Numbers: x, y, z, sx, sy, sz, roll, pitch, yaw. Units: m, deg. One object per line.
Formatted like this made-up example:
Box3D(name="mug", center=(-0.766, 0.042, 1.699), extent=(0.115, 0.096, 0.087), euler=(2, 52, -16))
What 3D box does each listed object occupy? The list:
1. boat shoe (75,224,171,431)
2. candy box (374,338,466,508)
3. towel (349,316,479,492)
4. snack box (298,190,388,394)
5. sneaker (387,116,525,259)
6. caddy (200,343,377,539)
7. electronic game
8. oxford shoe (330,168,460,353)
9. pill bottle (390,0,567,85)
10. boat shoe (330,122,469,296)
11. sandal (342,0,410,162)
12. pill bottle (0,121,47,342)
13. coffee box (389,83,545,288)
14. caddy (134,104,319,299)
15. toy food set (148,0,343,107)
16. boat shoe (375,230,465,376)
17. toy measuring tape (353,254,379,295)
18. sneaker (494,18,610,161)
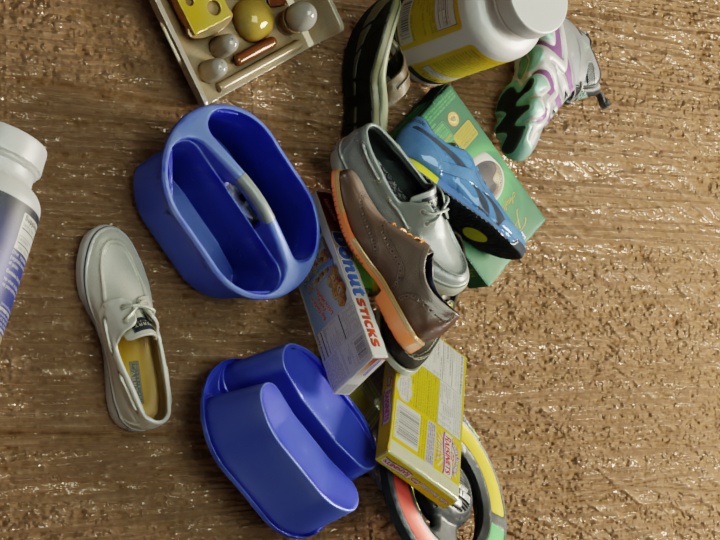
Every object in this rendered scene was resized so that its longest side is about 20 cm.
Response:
Box3D(name="boat shoe", center=(-0.218, 0.053, 1.539), extent=(0.071, 0.070, 0.202), euler=(-8, 89, -36))
Box3D(name="candy box", center=(0.064, 0.140, 1.678), extent=(0.102, 0.026, 0.201), euler=(40, 36, -26))
Box3D(name="towel", center=(0.040, 0.154, 1.740), extent=(0.144, 0.023, 0.201), euler=(-43, 108, -33))
Box3D(name="snack box", center=(-0.029, 0.021, 1.626), extent=(0.024, 0.072, 0.201), euler=(6, 52, -38))
Box3D(name="sneaker", center=(0.116, -0.089, 1.749), extent=(0.200, 0.066, 0.079), euler=(39, 63, -24))
Box3D(name="caddy", center=(-0.076, 0.170, 1.608), extent=(0.200, 0.105, 0.142), euler=(53, 34, -17))
Box3D(name="electronic game", center=(0.088, 0.231, 1.689), extent=(0.200, 0.041, 0.201), euler=(33, 44, -39))
Box3D(name="oxford shoe", center=(0.034, -0.021, 1.623), extent=(0.201, 0.073, 0.071), euler=(63, 12, 8))
Box3D(name="pill bottle", center=(0.128, -0.273, 1.753), extent=(0.111, 0.199, 0.112), euler=(5, 81, -35))
Box3D(name="boat shoe", center=(0.051, -0.064, 1.663), extent=(0.201, 0.071, 0.070), euler=(51, 45, -2))
Box3D(name="sandal", center=(0.021, -0.194, 1.744), extent=(0.057, 0.080, 0.203), euler=(5, 90, -30))
Box3D(name="pill bottle", center=(-0.349, -0.028, 1.429), extent=(0.115, 0.115, 0.201), euler=(24, 69, -31))
Box3D(name="coffee box", center=(0.111, -0.092, 1.812), extent=(0.200, 0.044, 0.123), euler=(51, 60, -18))
Box3D(name="caddy", center=(-0.127, -0.064, 1.589), extent=(0.141, 0.105, 0.201), euler=(-45, 109, -32))
Box3D(name="toy food set", center=(-0.120, -0.271, 1.661), extent=(0.200, 0.060, 0.144), euler=(-34, 104, -34))
Box3D(name="boat shoe", center=(0.067, 0.028, 1.704), extent=(0.072, 0.060, 0.202), euler=(40, 35, -18))
Box3D(name="toy measuring tape", center=(0.000, 0.000, 1.699), extent=(0.073, 0.073, 0.201), euler=(32, 63, -28))
Box3D(name="sneaker", center=(0.236, -0.205, 1.897), extent=(0.139, 0.078, 0.201), euler=(22, 72, -31))
